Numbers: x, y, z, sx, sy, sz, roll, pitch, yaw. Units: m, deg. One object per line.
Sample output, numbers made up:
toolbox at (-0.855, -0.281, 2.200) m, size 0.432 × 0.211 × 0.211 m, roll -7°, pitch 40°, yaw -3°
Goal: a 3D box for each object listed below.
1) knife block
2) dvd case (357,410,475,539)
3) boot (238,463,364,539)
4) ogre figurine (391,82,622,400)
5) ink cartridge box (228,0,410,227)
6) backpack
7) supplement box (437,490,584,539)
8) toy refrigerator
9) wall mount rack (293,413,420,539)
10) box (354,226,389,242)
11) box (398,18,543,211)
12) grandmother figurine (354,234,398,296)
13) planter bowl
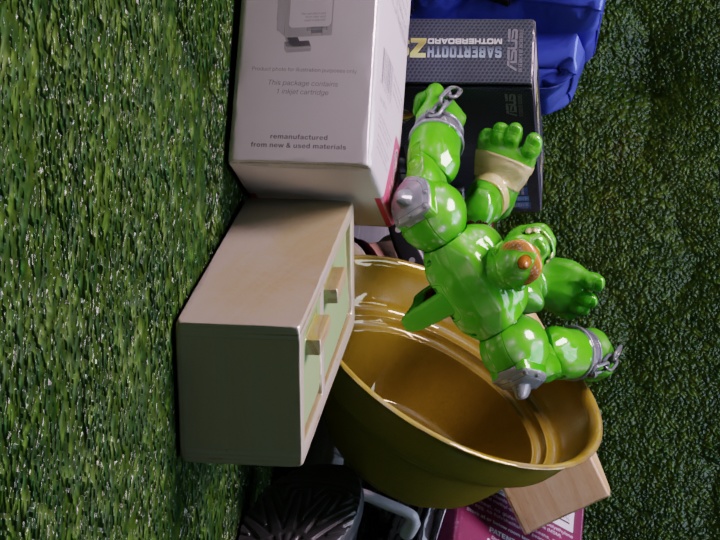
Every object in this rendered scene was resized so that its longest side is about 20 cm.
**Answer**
knife block at (0.081, 0.046, 1.468) m, size 0.176 × 0.064 × 0.201 m, roll 53°, pitch 15°, yaw -49°
dvd case at (0.018, 0.173, 1.508) m, size 0.200 × 0.016 × 0.150 m, roll 150°, pitch -40°, yaw -72°
boot at (-0.031, 0.239, 1.335) m, size 0.165 × 0.065 × 0.201 m, roll -61°, pitch 149°, yaw -48°
ogre figurine at (0.080, -0.004, 1.344) m, size 0.120 × 0.097 × 0.201 m, roll -47°, pitch 126°, yaw -57°
ink cartridge box at (-0.018, -0.139, 1.301) m, size 0.147 × 0.082 × 0.202 m, roll 61°, pitch 33°, yaw -76°
backpack at (0.069, -0.201, 1.537) m, size 0.163 × 0.198 × 0.169 m, roll 82°, pitch 20°, yaw -77°
supplement box at (0.071, 0.217, 1.516) m, size 0.131 × 0.103 × 0.201 m, roll -50°, pitch -161°, yaw 37°
toy refrigerator at (-0.043, 0.028, 1.197) m, size 0.200 × 0.069 × 0.077 m, roll -67°, pitch 158°, yaw -69°
wall mount rack at (-0.014, 0.153, 1.489) m, size 0.174 × 0.074 × 0.201 m, roll -52°, pitch -160°, yaw 43°
box at (0.039, -0.039, 1.669) m, size 0.060 × 0.116 × 0.202 m, roll 71°, pitch 20°, yaw -77°
box at (0.039, -0.097, 1.472) m, size 0.200 × 0.156 × 0.051 m, roll 77°, pitch 16°, yaw -67°
grandmother figurine at (0.000, 0.000, 1.500) m, size 0.121 × 0.061 × 0.200 m, roll 49°, pitch 10°, yaw 11°
planter bowl at (0.040, 0.083, 1.367) m, size 0.084 × 0.199 × 0.201 m, roll -60°, pitch -174°, yaw 26°
